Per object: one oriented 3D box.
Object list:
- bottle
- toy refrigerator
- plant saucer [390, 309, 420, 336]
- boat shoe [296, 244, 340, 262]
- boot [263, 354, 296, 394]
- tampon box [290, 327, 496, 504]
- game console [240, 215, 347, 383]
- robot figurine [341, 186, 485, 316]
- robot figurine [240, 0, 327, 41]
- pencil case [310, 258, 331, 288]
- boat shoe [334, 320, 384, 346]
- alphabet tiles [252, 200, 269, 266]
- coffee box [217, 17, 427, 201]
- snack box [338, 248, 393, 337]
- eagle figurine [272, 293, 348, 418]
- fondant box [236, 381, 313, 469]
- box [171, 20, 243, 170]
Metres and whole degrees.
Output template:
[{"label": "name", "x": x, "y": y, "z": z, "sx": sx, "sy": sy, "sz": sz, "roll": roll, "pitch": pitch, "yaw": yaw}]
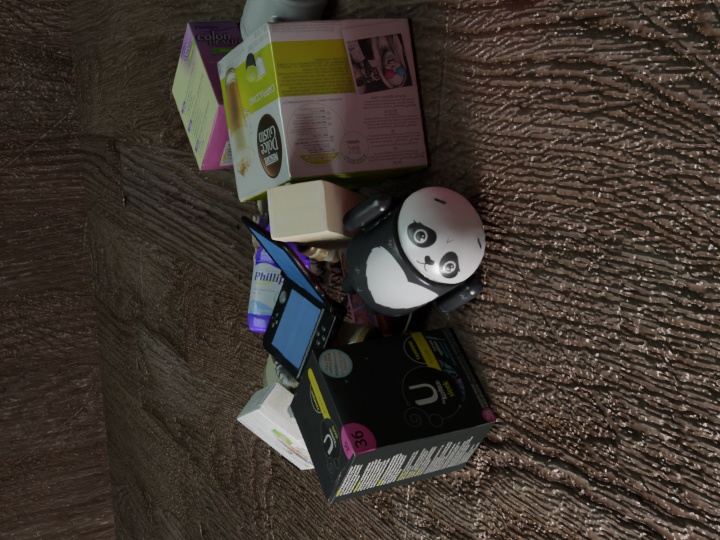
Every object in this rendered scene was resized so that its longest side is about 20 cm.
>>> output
[{"label": "bottle", "x": -0.117, "y": -0.005, "z": 1.540, "sx": 0.065, "sy": 0.083, "sz": 0.202, "roll": 22, "pitch": -105, "yaw": -71}, {"label": "toy refrigerator", "x": -0.044, "y": -0.071, "z": 1.318, "sx": 0.200, "sy": 0.075, "sz": 0.071, "roll": 7, "pitch": -103, "yaw": -71}, {"label": "plant saucer", "x": 0.037, "y": -0.001, "z": 1.427, "sx": 0.200, "sy": 0.034, "sz": 0.202, "roll": 27, "pitch": 121, "yaw": 58}, {"label": "boat shoe", "x": -0.047, "y": -0.105, "z": 1.528, "sx": 0.071, "sy": 0.076, "sz": 0.202, "roll": -18, "pitch": 58, "yaw": 50}, {"label": "boot", "x": -0.109, "y": 0.198, "z": 1.740, "sx": 0.201, "sy": 0.072, "sz": 0.155, "roll": 59, "pitch": 149, "yaw": 34}, {"label": "tampon box", "x": 0.037, "y": 0.177, "z": 1.288, "sx": 0.151, "sy": 0.199, "sz": 0.127, "roll": 64, "pitch": 148, "yaw": 32}, {"label": "game console", "x": -0.112, "y": 0.041, "z": 1.381, "sx": 0.200, "sy": 0.118, "sz": 0.174, "roll": 32, "pitch": 102, "yaw": 63}, {"label": "robot figurine", "x": 0.061, "y": -0.018, "z": 1.246, "sx": 0.200, "sy": 0.149, "sz": 0.126, "roll": -33, "pitch": 61, "yaw": 46}, {"label": "robot figurine", "x": -0.114, "y": -0.390, "z": 1.538, "sx": 0.200, "sy": 0.112, "sz": 0.170, "roll": 120, "pitch": 173, "yaw": -51}, {"label": "pencil case", "x": -0.095, "y": -0.057, "z": 1.618, "sx": 0.077, "sy": 0.089, "sz": 0.202, "roll": -8, "pitch": 89, "yaw": 27}, {"label": "boat shoe", "x": 0.005, "y": 0.133, "z": 1.422, "sx": 0.064, "sy": 0.071, "sz": 0.201, "roll": 18, "pitch": 145, "yaw": 26}, {"label": "alphabet tiles", "x": -0.138, "y": -0.050, "z": 1.658, "sx": 0.200, "sy": 0.014, "sz": 0.197, "roll": -40, "pitch": -51, "yaw": -75}, {"label": "coffee box", "x": -0.053, "y": -0.208, "z": 1.365, "sx": 0.199, "sy": 0.199, "sz": 0.200, "roll": -9, "pitch": 89, "yaw": 64}, {"label": "snack box", "x": 0.000, "y": 0.000, "z": 1.438, "sx": 0.072, "sy": 0.024, "sz": 0.202, "roll": -27, "pitch": 73, "yaw": 61}, {"label": "eagle figurine", "x": -0.056, "y": 0.131, "z": 1.554, "sx": 0.151, "sy": 0.151, "sz": 0.202, "roll": 119, "pitch": 134, "yaw": -80}, {"label": "fondant box", "x": -0.114, "y": 0.254, "z": 1.663, "sx": 0.144, "sy": 0.058, "sz": 0.200, "roll": 39, "pitch": 162, "yaw": -5}, {"label": "box", "x": -0.258, "y": -0.317, "z": 1.871, "sx": 0.201, "sy": 0.096, "sz": 0.176, "roll": 66, "pitch": 150, "yaw": 28}]
